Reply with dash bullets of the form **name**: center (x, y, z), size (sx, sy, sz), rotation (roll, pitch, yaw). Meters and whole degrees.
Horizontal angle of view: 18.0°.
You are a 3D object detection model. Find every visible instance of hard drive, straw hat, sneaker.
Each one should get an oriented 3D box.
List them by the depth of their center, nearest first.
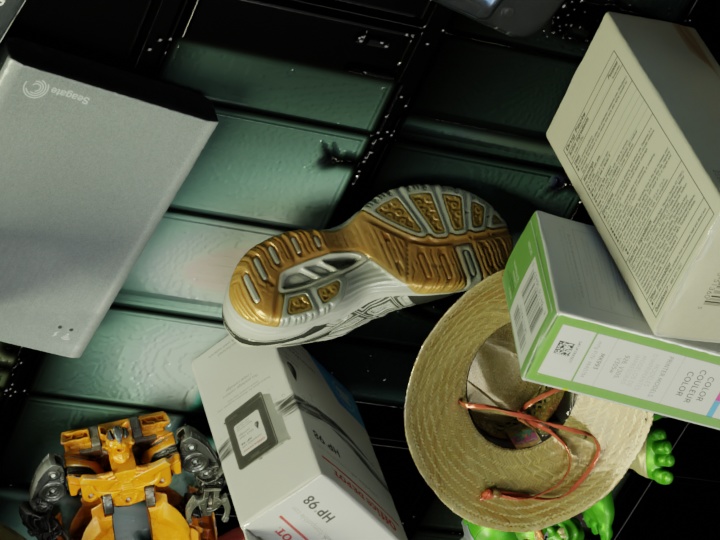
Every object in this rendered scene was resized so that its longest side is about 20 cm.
- **hard drive**: center (-0.193, -0.041, 1.389), size (0.139, 0.033, 0.200), rotation (15, 123, -29)
- **sneaker**: center (0.000, 0.000, 1.479), size (0.199, 0.076, 0.088), rotation (-12, 162, -21)
- **straw hat**: center (0.100, 0.068, 1.522), size (0.200, 0.085, 0.202), rotation (-9, 115, -19)

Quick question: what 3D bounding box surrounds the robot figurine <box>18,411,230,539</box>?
- **robot figurine**: center (-0.161, 0.174, 1.572), size (0.144, 0.058, 0.200), rotation (-11, 133, -10)

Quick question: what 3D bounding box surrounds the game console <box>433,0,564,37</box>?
- **game console**: center (0.084, -0.201, 1.286), size (0.200, 0.119, 0.173), rotation (21, 120, -32)

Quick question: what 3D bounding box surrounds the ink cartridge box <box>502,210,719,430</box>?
- **ink cartridge box**: center (0.194, 0.037, 1.408), size (0.199, 0.104, 0.059), rotation (14, 125, -15)

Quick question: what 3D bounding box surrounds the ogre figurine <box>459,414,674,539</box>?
- **ogre figurine**: center (0.142, 0.153, 1.638), size (0.120, 0.098, 0.200), rotation (-9, 165, -28)

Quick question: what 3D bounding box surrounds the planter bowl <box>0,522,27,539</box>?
- **planter bowl**: center (-0.290, 0.224, 1.499), size (0.200, 0.200, 0.135), rotation (24, 92, -34)

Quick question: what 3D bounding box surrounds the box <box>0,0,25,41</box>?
- **box**: center (-0.286, -0.140, 1.261), size (0.159, 0.046, 0.200), rotation (19, 122, -31)

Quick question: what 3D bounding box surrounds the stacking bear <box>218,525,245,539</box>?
- **stacking bear**: center (-0.023, 0.277, 1.612), size (0.113, 0.200, 0.122), rotation (-25, 133, 4)

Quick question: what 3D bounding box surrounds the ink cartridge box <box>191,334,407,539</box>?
- **ink cartridge box**: center (-0.034, 0.137, 1.485), size (0.067, 0.200, 0.116), rotation (-35, 132, 11)

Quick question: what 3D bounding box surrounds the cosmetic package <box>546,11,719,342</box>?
- **cosmetic package**: center (0.193, -0.058, 1.393), size (0.071, 0.200, 0.105), rotation (7, 128, -25)
